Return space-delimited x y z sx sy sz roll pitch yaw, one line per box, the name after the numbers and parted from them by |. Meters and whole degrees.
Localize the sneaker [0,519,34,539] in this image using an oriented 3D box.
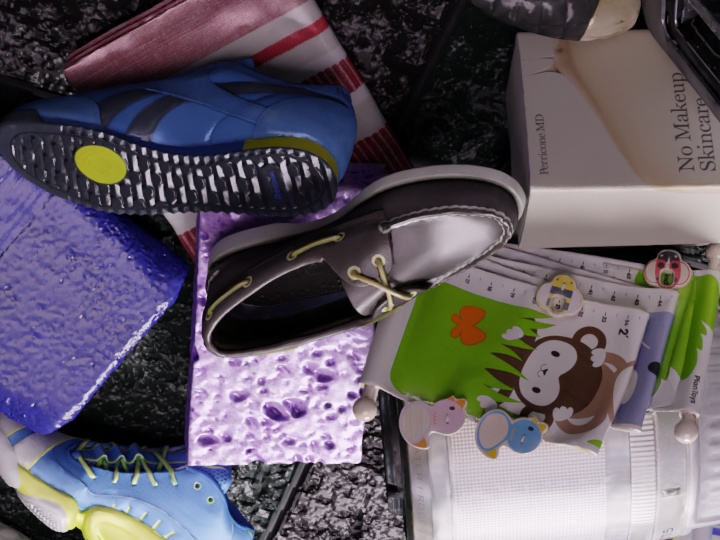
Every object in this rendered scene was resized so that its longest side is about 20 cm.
-0.191 0.230 1.298 0.198 0.080 0.074 20 118 -17 | sneaker

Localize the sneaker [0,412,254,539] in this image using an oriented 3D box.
-0.146 0.131 1.253 0.105 0.076 0.200 -43 116 1 | sneaker

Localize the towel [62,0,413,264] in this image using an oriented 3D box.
-0.061 -0.077 1.145 0.143 0.023 0.201 -26 122 10 | towel

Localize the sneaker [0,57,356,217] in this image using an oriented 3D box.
-0.100 -0.079 1.097 0.198 0.079 0.066 3 141 9 | sneaker

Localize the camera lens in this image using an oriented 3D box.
0.110 0.085 1.174 0.198 0.161 0.161 -5 123 0 | camera lens

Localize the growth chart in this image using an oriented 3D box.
0.101 0.039 1.099 0.198 0.146 0.018 5 150 7 | growth chart

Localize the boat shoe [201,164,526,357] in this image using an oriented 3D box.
0.000 0.000 1.083 0.200 0.061 0.072 -18 132 29 | boat shoe

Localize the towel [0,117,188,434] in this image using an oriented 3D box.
-0.216 -0.009 1.156 0.199 0.050 0.148 38 105 -21 | towel

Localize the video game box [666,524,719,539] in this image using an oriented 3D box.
0.209 0.235 1.286 0.198 0.047 0.184 8 85 -8 | video game box

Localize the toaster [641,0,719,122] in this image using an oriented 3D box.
0.227 -0.173 0.999 0.117 0.201 0.182 -14 133 -13 | toaster

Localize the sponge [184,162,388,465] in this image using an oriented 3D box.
-0.046 0.028 1.184 0.110 0.030 0.202 1 123 -8 | sponge

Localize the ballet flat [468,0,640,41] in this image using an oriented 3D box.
0.068 -0.181 1.054 0.199 0.067 0.057 28 153 -16 | ballet flat

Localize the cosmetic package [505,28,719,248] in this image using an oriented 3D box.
0.184 -0.074 1.102 0.198 0.105 0.073 -2 154 -4 | cosmetic package

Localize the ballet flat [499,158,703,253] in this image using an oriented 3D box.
0.175 -0.041 1.165 0.198 0.068 0.064 -2 149 -1 | ballet flat
